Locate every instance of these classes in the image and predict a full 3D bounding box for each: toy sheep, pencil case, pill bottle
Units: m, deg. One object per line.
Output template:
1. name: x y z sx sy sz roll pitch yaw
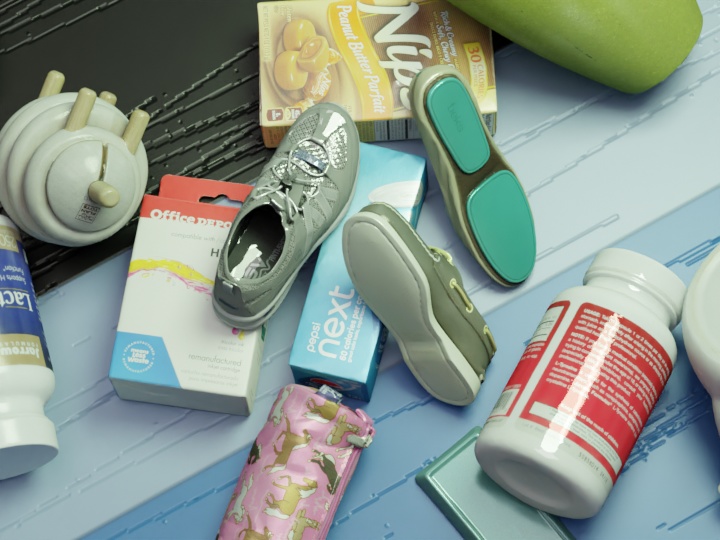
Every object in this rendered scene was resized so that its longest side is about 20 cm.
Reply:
1. toy sheep: -0.235 -0.084 1.768 0.138 0.200 0.138 -5 104 -19
2. pencil case: -0.059 0.191 1.719 0.083 0.086 0.200 29 74 -20
3. pill bottle: -0.312 0.063 1.753 0.115 0.116 0.200 -16 73 -2
4. pill bottle: 0.181 0.086 1.717 0.112 0.112 0.200 27 68 11

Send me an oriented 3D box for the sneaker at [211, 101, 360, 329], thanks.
1. sneaker: -0.055 -0.049 1.724 0.075 0.082 0.200 22 73 7

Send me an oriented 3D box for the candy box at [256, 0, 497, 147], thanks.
1. candy box: 0.014 -0.172 1.842 0.199 0.055 0.116 -4 72 2

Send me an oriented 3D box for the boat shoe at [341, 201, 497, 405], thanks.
1. boat shoe: 0.049 0.018 1.723 0.072 0.202 0.060 3 45 40

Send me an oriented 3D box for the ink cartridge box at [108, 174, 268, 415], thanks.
1. ink cartridge box: -0.131 0.010 1.786 0.116 0.067 0.201 7 72 4

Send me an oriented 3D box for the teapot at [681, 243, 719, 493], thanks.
1. teapot: 0.359 0.056 1.712 0.200 0.146 0.198 -16 45 19

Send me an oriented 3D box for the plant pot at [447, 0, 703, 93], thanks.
1. plant pot: 0.182 -0.242 1.786 0.200 0.187 0.187 41 76 -23

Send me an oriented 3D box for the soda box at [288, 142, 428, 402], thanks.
1. soda box: 0.000 0.000 1.785 0.068 0.064 0.201 13 74 7

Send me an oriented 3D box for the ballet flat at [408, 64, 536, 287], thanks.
1. ballet flat: 0.089 -0.080 1.789 0.069 0.069 0.200 -23 110 -5

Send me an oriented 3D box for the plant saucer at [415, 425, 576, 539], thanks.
1. plant saucer: 0.132 0.218 1.733 0.070 0.019 0.200 -38 76 -8
